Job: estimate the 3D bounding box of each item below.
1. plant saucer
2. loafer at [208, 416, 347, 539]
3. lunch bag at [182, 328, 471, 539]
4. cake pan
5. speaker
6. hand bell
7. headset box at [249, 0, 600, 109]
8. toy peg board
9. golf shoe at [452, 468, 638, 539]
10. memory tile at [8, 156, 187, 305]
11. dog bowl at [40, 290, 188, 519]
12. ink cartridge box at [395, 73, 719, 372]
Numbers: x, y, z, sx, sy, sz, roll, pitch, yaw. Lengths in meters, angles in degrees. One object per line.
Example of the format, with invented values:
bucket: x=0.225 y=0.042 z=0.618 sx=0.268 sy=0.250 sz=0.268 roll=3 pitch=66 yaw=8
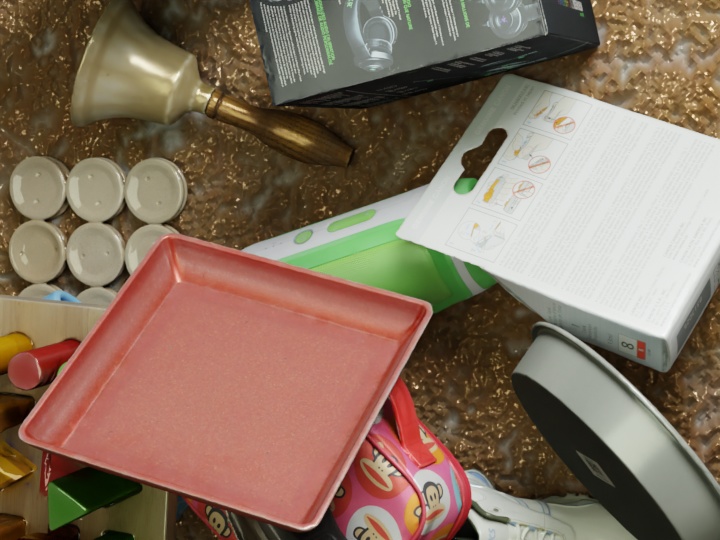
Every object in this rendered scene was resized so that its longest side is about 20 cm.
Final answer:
plant saucer: x=-0.080 y=0.073 z=1.103 sx=0.199 sy=0.200 sz=0.037 roll=15 pitch=137 yaw=17
loafer: x=-0.056 y=0.173 z=1.118 sx=0.071 sy=0.073 sz=0.200 roll=-42 pitch=69 yaw=30
lunch bag: x=-0.026 y=0.129 z=1.183 sx=0.200 sy=0.082 sz=0.176 roll=46 pitch=120 yaw=22
cake pan: x=0.168 y=0.120 z=1.138 sx=0.037 sy=0.200 sz=0.200 roll=-40 pitch=81 yaw=-8
speaker: x=0.000 y=0.000 z=1.243 sx=0.200 sy=0.088 sz=0.089 roll=-18 pitch=89 yaw=19
hand bell: x=-0.099 y=-0.120 z=1.278 sx=0.200 sy=0.104 sz=0.104 roll=21 pitch=101 yaw=4
headset box: x=0.053 y=-0.174 z=1.162 sx=0.200 sy=0.174 sz=0.093 roll=-12 pitch=91 yaw=20
toy peg board: x=-0.233 y=0.123 z=1.193 sx=0.199 sy=0.098 sz=0.200 roll=6 pitch=96 yaw=18
golf shoe: x=0.109 y=0.190 z=1.217 sx=0.200 sy=0.097 sz=0.078 roll=14 pitch=98 yaw=16
memory tile: x=-0.201 y=0.012 z=1.349 sx=0.153 sy=0.017 sz=0.200 roll=1 pitch=96 yaw=19
dog bowl: x=-0.184 y=0.098 z=1.289 sx=0.050 sy=0.111 sz=0.200 roll=-39 pitch=82 yaw=4
ink cartridge box: x=0.149 y=-0.036 z=1.169 sx=0.200 sy=0.050 sz=0.162 roll=20 pitch=61 yaw=27
